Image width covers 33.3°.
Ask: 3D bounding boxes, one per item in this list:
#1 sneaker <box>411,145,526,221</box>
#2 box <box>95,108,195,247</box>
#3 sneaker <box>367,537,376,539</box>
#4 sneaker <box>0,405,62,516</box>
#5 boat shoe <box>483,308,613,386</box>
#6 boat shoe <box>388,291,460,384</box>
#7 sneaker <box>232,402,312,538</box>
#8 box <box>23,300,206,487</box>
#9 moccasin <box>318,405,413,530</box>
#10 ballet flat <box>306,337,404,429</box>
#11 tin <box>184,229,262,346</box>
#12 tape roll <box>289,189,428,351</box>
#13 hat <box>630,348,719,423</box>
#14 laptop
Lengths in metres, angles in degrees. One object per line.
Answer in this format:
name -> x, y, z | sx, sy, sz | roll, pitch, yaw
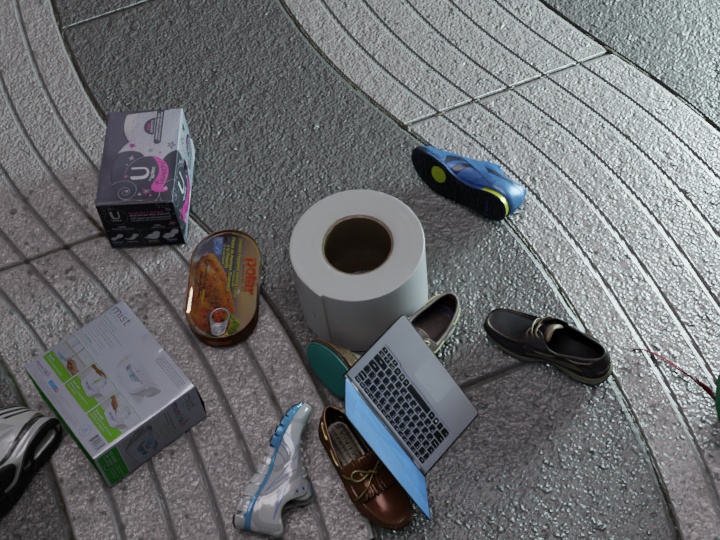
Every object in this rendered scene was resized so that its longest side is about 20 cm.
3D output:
sneaker -> 0.174, -0.151, 1.936 | 0.199, 0.066, 0.078 | 31, 52, 24
box -> -0.345, -0.152, 1.953 | 0.131, 0.115, 0.201 | -3, 55, 4
sneaker -> -0.067, 0.414, 1.568 | 0.198, 0.060, 0.105 | -8, 56, -6
sneaker -> -0.529, 0.274, 1.714 | 0.115, 0.076, 0.201 | 18, 51, 28
boat shoe -> 0.274, 0.095, 1.743 | 0.199, 0.074, 0.075 | 20, 59, 19
boat shoe -> 0.082, 0.102, 1.734 | 0.072, 0.060, 0.200 | 34, 47, 14
sneaker -> -0.098, 0.279, 1.665 | 0.086, 0.075, 0.201 | 21, 65, 7
box -> -0.353, 0.173, 1.739 | 0.176, 0.097, 0.200 | -36, 59, -19
moccasin -> 0.007, 0.267, 1.648 | 0.073, 0.078, 0.202 | -24, 56, -11
ballet flat -> 0.003, 0.165, 1.739 | 0.065, 0.071, 0.200 | -19, 54, -40
tin -> -0.209, 0.027, 1.863 | 0.111, 0.042, 0.201 | -4, 55, 8
tape roll -> 0.000, 0.000, 1.797 | 0.201, 0.140, 0.204 | -3, 56, 4
hat -> 0.527, 0.169, 1.701 | 0.165, 0.176, 0.201 | -26, 94, -14
laptop -> 0.073, 0.192, 1.614 | 0.200, 0.116, 0.188 | -44, 106, -23
